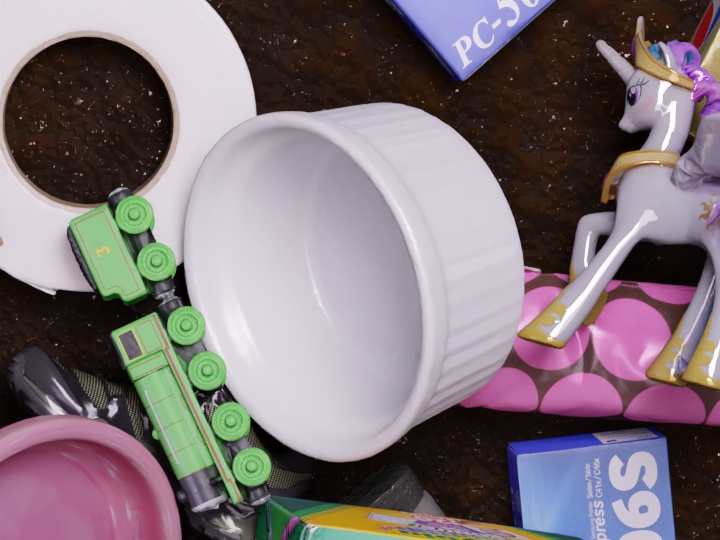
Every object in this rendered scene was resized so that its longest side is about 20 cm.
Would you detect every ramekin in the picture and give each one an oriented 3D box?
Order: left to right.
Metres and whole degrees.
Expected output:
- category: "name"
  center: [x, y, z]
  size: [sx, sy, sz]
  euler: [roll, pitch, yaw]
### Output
- category: "ramekin"
  center: [0.000, 0.000, 1.501]
  size: [0.098, 0.200, 0.201]
  euler: [-18, 98, -42]

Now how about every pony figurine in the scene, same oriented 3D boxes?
- category: "pony figurine"
  center: [0.200, -0.034, 1.483]
  size: [0.193, 0.166, 0.201]
  euler: [15, 84, 24]

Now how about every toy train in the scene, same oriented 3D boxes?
- category: "toy train"
  center: [-0.111, 0.049, 1.514]
  size: [0.056, 0.042, 0.200]
  euler: [-24, 85, -6]

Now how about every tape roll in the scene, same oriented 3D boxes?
- category: "tape roll"
  center: [-0.161, -0.087, 1.554]
  size: [0.202, 0.037, 0.204]
  euler: [-1, 96, -6]

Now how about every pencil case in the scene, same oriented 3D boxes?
- category: "pencil case"
  center: [0.148, 0.042, 1.576]
  size: [0.199, 0.091, 0.094]
  euler: [6, 84, -9]

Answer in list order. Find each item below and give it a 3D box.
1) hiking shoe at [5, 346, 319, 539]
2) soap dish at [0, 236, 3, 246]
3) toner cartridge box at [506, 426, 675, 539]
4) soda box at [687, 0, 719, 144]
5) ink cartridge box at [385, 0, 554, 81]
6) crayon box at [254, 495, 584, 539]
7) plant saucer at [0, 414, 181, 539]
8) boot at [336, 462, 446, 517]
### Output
- category: "hiking shoe"
  center: [-0.114, 0.087, 1.565]
  size: [0.200, 0.076, 0.101]
  euler: [33, 79, -15]
- category: "soap dish"
  center: [-0.322, -0.056, 1.486]
  size: [0.157, 0.081, 0.200]
  euler: [-33, 88, -27]
- category: "toner cartridge box"
  center: [0.147, 0.202, 1.609]
  size: [0.095, 0.043, 0.201]
  euler: [-7, 96, -4]
- category: "soda box"
  center: [0.252, -0.162, 1.577]
  size: [0.068, 0.064, 0.200]
  euler: [27, 91, -7]
- category: "ink cartridge box"
  center: [0.103, -0.212, 1.566]
  size: [0.200, 0.044, 0.094]
  euler: [-42, 96, -1]
- category: "crayon box"
  center: [0.046, 0.176, 1.502]
  size: [0.199, 0.119, 0.058]
  euler: [9, 91, -14]
- category: "plant saucer"
  center: [-0.191, 0.174, 1.476]
  size: [0.200, 0.051, 0.201]
  euler: [-17, 115, -40]
- category: "boot"
  center: [-0.007, 0.223, 1.586]
  size: [0.200, 0.068, 0.131]
  euler: [-38, 103, 0]
